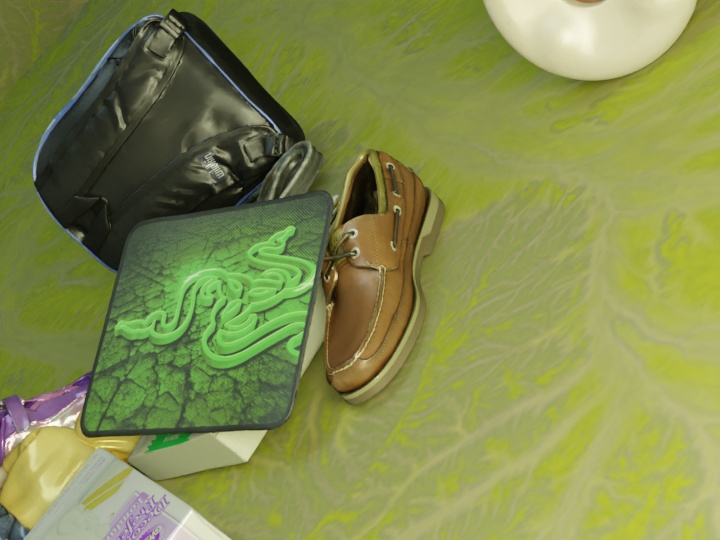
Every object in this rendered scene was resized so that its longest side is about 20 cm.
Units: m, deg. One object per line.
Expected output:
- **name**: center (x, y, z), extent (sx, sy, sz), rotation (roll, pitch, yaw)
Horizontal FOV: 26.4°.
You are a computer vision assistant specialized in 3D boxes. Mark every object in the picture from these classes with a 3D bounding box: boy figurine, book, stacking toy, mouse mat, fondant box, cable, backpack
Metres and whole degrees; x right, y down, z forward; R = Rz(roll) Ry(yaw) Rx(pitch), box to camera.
- **boy figurine**: center (-0.218, 0.159, 1.096), extent (0.124, 0.065, 0.200), rotation (21, 65, 40)
- **book**: center (-0.076, 0.052, 1.074), extent (0.133, 0.048, 0.201), rotation (-22, 34, 54)
- **stacking toy**: center (0.174, -0.221, 1.029), extent (0.146, 0.147, 0.200), rotation (-31, 7, 33)
- **mouse mat**: center (-0.105, 0.031, 1.010), extent (0.199, 0.008, 0.162), rotation (-7, 63, 39)
- **fondant box**: center (-0.161, 0.198, 0.948), extent (0.145, 0.058, 0.200), rotation (-52, 23, -13)
- **cable**: center (-0.086, -0.019, 1.081), extent (0.201, 0.050, 0.097), rotation (-59, 21, -16)
- **backpack**: center (-0.164, -0.099, 1.321), extent (0.200, 0.183, 0.147), rotation (-45, -2, 12)

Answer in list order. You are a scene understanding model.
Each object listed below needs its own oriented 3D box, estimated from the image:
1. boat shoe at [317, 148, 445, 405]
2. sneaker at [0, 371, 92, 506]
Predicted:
- **boat shoe**: center (0.000, 0.000, 0.983), extent (0.072, 0.068, 0.201), rotation (-31, 27, 29)
- **sneaker**: center (-0.238, 0.122, 1.180), extent (0.200, 0.088, 0.080), rotation (-47, 20, -5)
